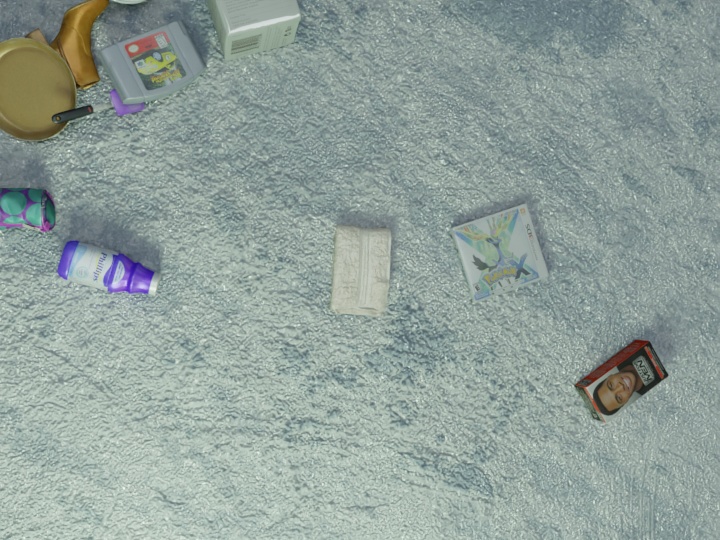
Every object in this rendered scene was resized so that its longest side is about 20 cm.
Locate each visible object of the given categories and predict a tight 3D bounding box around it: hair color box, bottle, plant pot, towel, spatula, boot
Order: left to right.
[{"bbox_3d":[-0.671,-0.366,1.491,0.197,0.028,0.203,0,106,0],"label":"plant pot"},{"bbox_3d":[-0.578,-0.463,1.529,0.200,0.071,0.145,-34,100,-8],"label":"boot"},{"bbox_3d":[-0.541,-0.336,1.513,0.199,0.020,0.057,-28,109,-39],"label":"spatula"},{"bbox_3d":[-0.514,0.002,1.513,0.198,0.065,0.085,17,83,-10],"label":"bottle"},{"bbox_3d":[0.000,0.000,1.638,0.131,0.034,0.203,4,86,-12],"label":"towel"},{"bbox_3d":[0.619,0.261,1.741,0.199,0.061,0.102,-33,95,-11],"label":"hair color box"}]

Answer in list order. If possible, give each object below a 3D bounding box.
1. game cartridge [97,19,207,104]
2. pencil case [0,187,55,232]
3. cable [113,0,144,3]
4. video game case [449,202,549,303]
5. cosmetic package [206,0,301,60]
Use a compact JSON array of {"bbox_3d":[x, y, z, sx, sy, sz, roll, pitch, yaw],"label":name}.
[{"bbox_3d":[-0.433,-0.436,1.552,0.199,0.041,0.134,-30,98,-22],"label":"game cartridge"},{"bbox_3d":[-0.721,-0.117,1.466,0.197,0.085,0.093,-3,59,-11],"label":"pencil case"},{"bbox_3d":[-0.499,-0.661,1.523,0.200,0.069,0.201,42,59,-15],"label":"cable"},{"bbox_3d":[0.326,-0.042,1.714,0.198,0.022,0.185,-18,91,-12],"label":"video game case"},{"bbox_3d":[-0.238,-0.582,1.551,0.163,0.165,0.203,-18,92,-12],"label":"cosmetic package"}]
